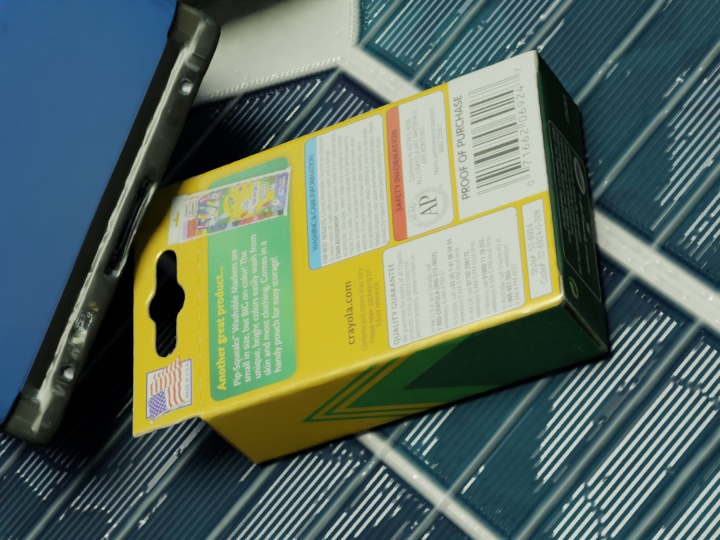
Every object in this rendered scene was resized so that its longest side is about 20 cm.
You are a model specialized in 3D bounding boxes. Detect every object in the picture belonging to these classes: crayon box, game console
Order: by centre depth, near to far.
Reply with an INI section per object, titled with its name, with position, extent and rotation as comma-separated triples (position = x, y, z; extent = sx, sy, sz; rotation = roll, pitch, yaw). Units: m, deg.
[crayon box]
position = 0.000, 0.000, 1.033
extent = 0.199, 0.052, 0.127
rotation = -18, 54, 21
[game console]
position = -0.153, -0.039, 1.053
extent = 0.201, 0.118, 0.170
rotation = -67, 21, -7

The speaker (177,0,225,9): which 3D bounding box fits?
[speaker]
position = -0.092, -0.160, 1.155
extent = 0.199, 0.081, 0.082
rotation = -17, 54, 14
